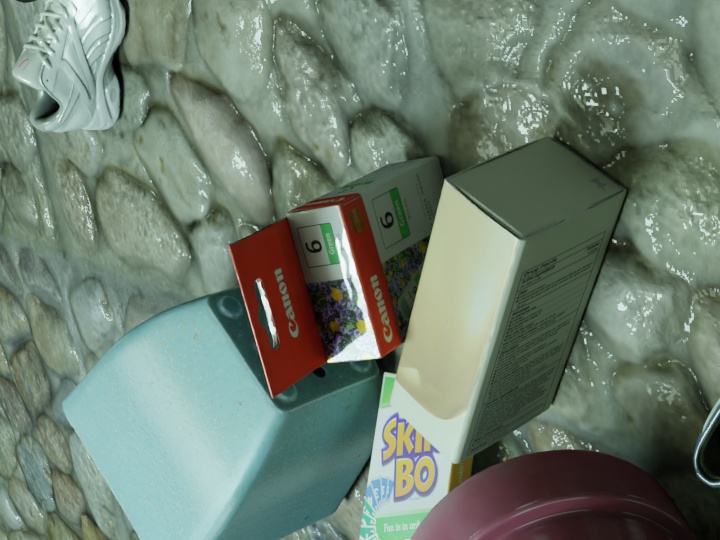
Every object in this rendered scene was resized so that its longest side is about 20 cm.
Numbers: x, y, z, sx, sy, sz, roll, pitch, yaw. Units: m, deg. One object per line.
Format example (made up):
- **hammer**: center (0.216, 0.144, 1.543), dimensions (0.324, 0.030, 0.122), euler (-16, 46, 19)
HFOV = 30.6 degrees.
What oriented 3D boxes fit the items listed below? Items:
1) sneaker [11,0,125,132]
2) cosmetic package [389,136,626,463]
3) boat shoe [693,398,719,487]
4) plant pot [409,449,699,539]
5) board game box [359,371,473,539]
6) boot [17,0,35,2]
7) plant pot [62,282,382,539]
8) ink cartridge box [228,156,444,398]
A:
- **sneaker**: center (-0.279, -0.211, 1.239), dimensions (0.078, 0.099, 0.200), euler (35, 135, 37)
- **cosmetic package**: center (0.093, 0.021, 0.869), dimensions (0.071, 0.105, 0.200), euler (41, 136, 31)
- **boat shoe**: center (0.248, 0.058, 0.715), dimensions (0.075, 0.062, 0.200), euler (58, 144, 17)
- **plant pot**: center (0.136, 0.239, 0.797), dimensions (0.179, 0.200, 0.200), euler (-112, 19, -59)
- **board game box**: center (0.044, 0.165, 1.010), dimensions (0.095, 0.030, 0.200), euler (4, 82, 52)
- **boot**: center (-0.359, -0.379, 1.280), dimensions (0.138, 0.077, 0.200), euler (46, 140, 35)
- **plant pot**: center (-0.095, 0.107, 1.106), dimensions (0.196, 0.196, 0.200), euler (54, 134, 19)
- **ink cartridge box**: center (0.000, 0.000, 0.893), dimensions (0.050, 0.200, 0.109), euler (-8, 103, 34)
